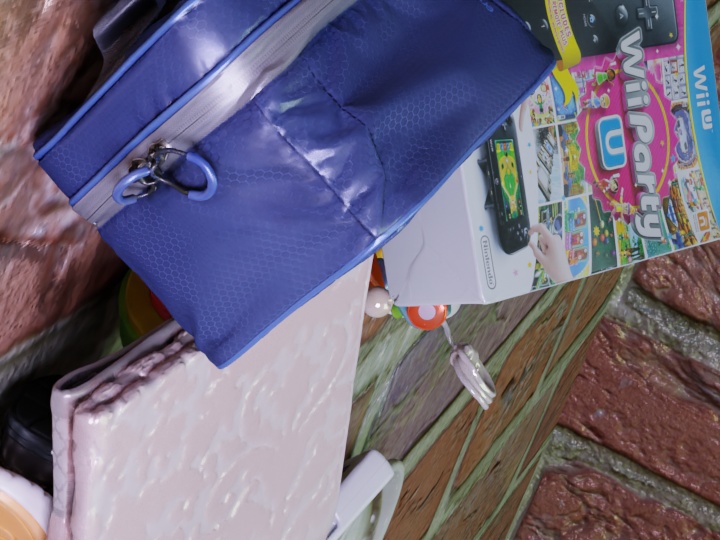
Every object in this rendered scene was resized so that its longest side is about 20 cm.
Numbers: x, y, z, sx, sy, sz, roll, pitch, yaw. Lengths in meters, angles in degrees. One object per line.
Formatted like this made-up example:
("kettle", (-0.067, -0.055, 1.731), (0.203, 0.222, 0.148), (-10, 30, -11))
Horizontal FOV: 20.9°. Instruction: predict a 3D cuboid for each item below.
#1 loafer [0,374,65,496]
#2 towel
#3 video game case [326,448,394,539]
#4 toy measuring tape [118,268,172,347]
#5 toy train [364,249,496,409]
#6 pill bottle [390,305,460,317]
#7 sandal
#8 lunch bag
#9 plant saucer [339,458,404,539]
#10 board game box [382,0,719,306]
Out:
("loafer", (-0.120, 0.093, 0.896), (0.072, 0.073, 0.200), (-60, 167, 3))
("towel", (-0.068, 0.093, 0.849), (0.200, 0.032, 0.192), (-33, 139, -48))
("video game case", (-0.084, 0.186, 1.084), (0.182, 0.023, 0.200), (-46, -173, -33))
("toy measuring tape", (-0.075, -0.010, 0.936), (0.074, 0.073, 0.201), (98, 0, -55))
("toy train", (0.000, 0.000, 1.008), (0.055, 0.151, 0.200), (-26, 144, 12))
("pill bottle", (0.048, -0.080, 1.129), (0.113, 0.113, 0.201), (-36, 149, -65))
("sandal", (-0.155, 0.140, 0.847), (0.059, 0.079, 0.207), (-59, 158, -23))
("lunch bag", (-0.033, -0.068, 0.764), (0.136, 0.132, 0.200), (-37, -175, 38))
("plant saucer", (-0.031, 0.235, 1.586), (0.200, 0.050, 0.200), (-59, 166, -24))
("board game box", (0.092, -0.072, 0.950), (0.200, 0.064, 0.148), (-14, 98, -45))
